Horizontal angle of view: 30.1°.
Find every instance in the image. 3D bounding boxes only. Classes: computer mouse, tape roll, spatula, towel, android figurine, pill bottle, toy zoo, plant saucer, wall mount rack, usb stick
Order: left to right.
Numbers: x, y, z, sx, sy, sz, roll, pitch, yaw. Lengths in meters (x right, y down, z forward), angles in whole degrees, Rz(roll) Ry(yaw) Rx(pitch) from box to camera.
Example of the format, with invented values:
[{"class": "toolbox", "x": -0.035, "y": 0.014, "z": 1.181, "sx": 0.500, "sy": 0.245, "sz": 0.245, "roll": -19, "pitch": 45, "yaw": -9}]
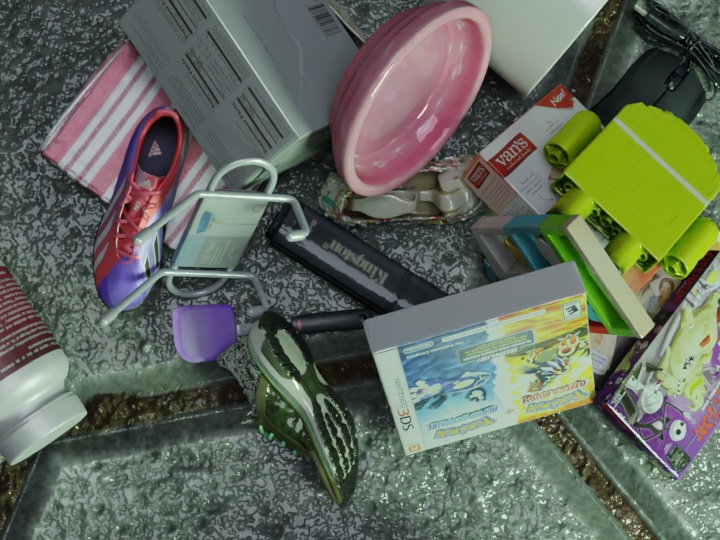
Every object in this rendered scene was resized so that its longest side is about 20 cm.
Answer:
[{"class": "pill bottle", "x": -0.345, "y": 0.074, "z": 1.241, "sx": 0.113, "sy": 0.113, "sz": 0.200, "roll": -35, "pitch": 87, "yaw": -10}, {"class": "towel", "x": -0.198, "y": -0.115, "z": 1.329, "sx": 0.200, "sy": 0.030, "sz": 0.147, "roll": 36, "pitch": 80, "yaw": -3}, {"class": "wall mount rack", "x": -0.148, "y": -0.014, "z": 1.224, "sx": 0.173, "sy": 0.200, "sz": 0.075, "roll": 0, "pitch": 51, "yaw": -29}, {"class": "spatula", "x": -0.084, "y": 0.056, "z": 1.320, "sx": 0.199, "sy": 0.021, "sz": 0.057, "roll": -4, "pitch": 89, "yaw": -8}, {"class": "usb stick", "x": 0.000, "y": 0.000, "z": 1.331, "sx": 0.200, "sy": 0.033, "sz": 0.056, "roll": 32, "pitch": 81, "yaw": -1}, {"class": "plant saucer", "x": 0.040, "y": -0.164, "z": 1.229, "sx": 0.051, "sy": 0.201, "sz": 0.201, "roll": 39, "pitch": 79, "yaw": 23}, {"class": "tape roll", "x": 0.173, "y": -0.290, "z": 1.305, "sx": 0.139, "sy": 0.203, "sz": 0.203, "roll": 40, "pitch": 80, "yaw": -1}, {"class": "toy zoo", "x": 0.179, "y": 0.004, "z": 1.272, "sx": 0.020, "sy": 0.200, "sz": 0.131, "roll": -42, "pitch": 107, "yaw": -18}, {"class": "android figurine", "x": 0.262, "y": -0.080, "z": 1.270, "sx": 0.182, "sy": 0.041, "sz": 0.200, "roll": 42, "pitch": 59, "yaw": 4}, {"class": "computer mouse", "x": 0.296, "y": -0.177, "z": 1.378, "sx": 0.138, "sy": 0.053, "sz": 0.200, "roll": 38, "pitch": 80, "yaw": -1}]

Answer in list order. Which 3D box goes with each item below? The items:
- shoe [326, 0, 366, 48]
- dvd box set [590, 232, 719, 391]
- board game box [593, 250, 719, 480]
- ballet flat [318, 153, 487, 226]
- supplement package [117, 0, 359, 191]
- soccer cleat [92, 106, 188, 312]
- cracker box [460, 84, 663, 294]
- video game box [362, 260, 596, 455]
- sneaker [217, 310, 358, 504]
[{"class": "shoe", "x": -0.008, "y": -0.189, "z": 1.343, "sx": 0.070, "sy": 0.053, "sz": 0.200, "roll": -29, "pitch": 89, "yaw": -8}, {"class": "dvd box set", "x": 0.289, "y": 0.035, "z": 1.360, "sx": 0.146, "sy": 0.029, "sz": 0.201, "roll": 25, "pitch": 81, "yaw": -3}, {"class": "board game box", "x": 0.329, "y": 0.092, "z": 1.326, "sx": 0.120, "sy": 0.032, "sz": 0.200, "roll": 46, "pitch": 74, "yaw": -22}, {"class": "ballet flat", "x": 0.059, "y": -0.071, "z": 1.326, "sx": 0.199, "sy": 0.064, "sz": 0.076, "roll": -8, "pitch": 112, "yaw": -8}, {"class": "supplement package", "x": -0.100, "y": -0.200, "z": 1.273, "sx": 0.156, "sy": 0.111, "sz": 0.200, "roll": -31, "pitch": 86, "yaw": -50}, {"class": "soccer cleat", "x": -0.209, "y": -0.060, "z": 1.269, "sx": 0.068, "sy": 0.073, "sz": 0.201, "roll": 16, "pitch": 82, "yaw": -7}, {"class": "cracker box", "x": 0.215, "y": -0.068, "z": 1.305, "sx": 0.200, "sy": 0.058, "sz": 0.134, "roll": 45, "pitch": 61, "yaw": 7}, {"class": "video game box", "x": 0.116, "y": 0.086, "z": 1.249, "sx": 0.199, "sy": 0.182, "sz": 0.047, "roll": -16, "pitch": 53, "yaw": 1}, {"class": "sneaker", "x": -0.071, "y": 0.140, "z": 1.299, "sx": 0.088, "sy": 0.077, "sz": 0.201, "roll": -26, "pitch": 95, "yaw": 27}]
